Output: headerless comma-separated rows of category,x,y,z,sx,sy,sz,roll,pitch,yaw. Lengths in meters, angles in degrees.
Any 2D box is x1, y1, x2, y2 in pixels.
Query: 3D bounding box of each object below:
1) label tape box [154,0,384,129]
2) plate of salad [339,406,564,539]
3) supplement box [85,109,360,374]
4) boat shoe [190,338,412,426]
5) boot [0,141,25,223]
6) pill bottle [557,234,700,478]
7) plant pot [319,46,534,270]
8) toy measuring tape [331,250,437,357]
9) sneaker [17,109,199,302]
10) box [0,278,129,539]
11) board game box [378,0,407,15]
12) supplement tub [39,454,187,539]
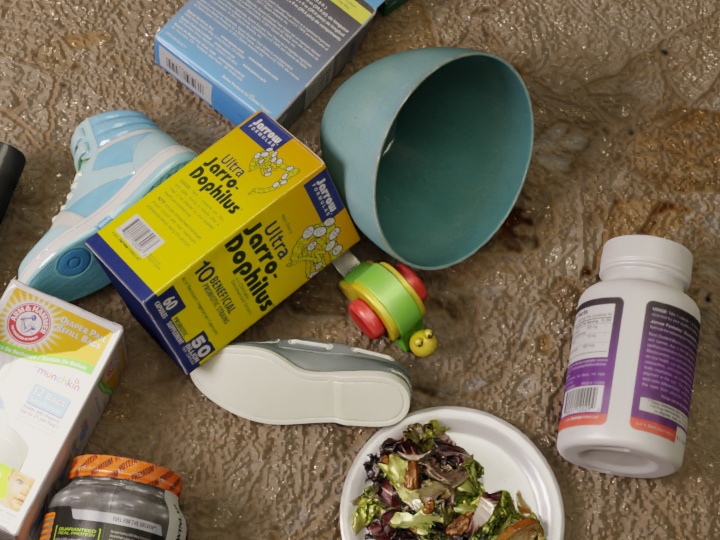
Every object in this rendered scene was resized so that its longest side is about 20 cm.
label tape box,-0.079,-0.236,1.648,0.143,0.066,0.200,38,70,9
plate of salad,0.082,0.213,1.509,0.200,0.048,0.200,1,71,-3
supplement box,-0.120,-0.026,1.520,0.200,0.109,0.110,-39,48,-11
boat shoe,-0.051,0.095,1.545,0.200,0.073,0.062,7,27,5
boot,-0.341,-0.021,1.505,0.066,0.165,0.200,33,68,-23
pill bottle,0.243,0.075,1.536,0.111,0.111,0.200,12,70,0
plant pot,0.041,-0.117,1.564,0.135,0.200,0.200,27,67,41
toy measuring tape,0.000,0.000,1.566,0.074,0.074,0.200,-38,78,-16
sneaker,-0.247,-0.064,1.569,0.200,0.080,0.131,-38,54,-7
box,-0.292,0.126,1.482,0.112,0.101,0.200,25,71,4
board game box,0.015,-0.366,1.718,0.135,0.029,0.200,-35,76,-16
supplement tub,-0.212,0.261,1.430,0.122,0.123,0.200,10,71,-1
